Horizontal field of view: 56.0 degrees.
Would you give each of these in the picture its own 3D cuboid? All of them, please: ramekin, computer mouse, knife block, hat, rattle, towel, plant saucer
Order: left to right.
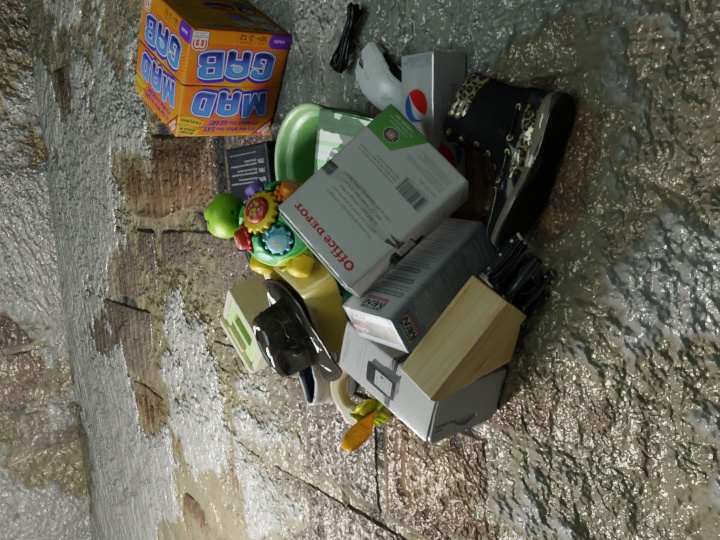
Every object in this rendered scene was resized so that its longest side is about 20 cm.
[{"bbox_3d":[-0.119,0.114,1.071,0.201,0.081,0.201,45,158,23],"label":"hat"},{"bbox_3d":[-0.100,0.033,1.087,0.200,0.048,0.201,40,156,37],"label":"plant saucer"},{"bbox_3d":[-0.048,-0.172,1.113,0.199,0.097,0.202,15,109,49],"label":"ramekin"},{"bbox_3d":[-0.021,0.172,1.115,0.130,0.142,0.202,-1,101,42],"label":"rattle"},{"bbox_3d":[-0.012,-0.124,0.994,0.152,0.023,0.202,18,110,30],"label":"towel"},{"bbox_3d":[0.015,-0.313,1.045,0.200,0.044,0.110,55,135,28],"label":"computer mouse"},{"bbox_3d":[0.151,0.052,0.848,0.064,0.199,0.177,41,142,39],"label":"knife block"}]

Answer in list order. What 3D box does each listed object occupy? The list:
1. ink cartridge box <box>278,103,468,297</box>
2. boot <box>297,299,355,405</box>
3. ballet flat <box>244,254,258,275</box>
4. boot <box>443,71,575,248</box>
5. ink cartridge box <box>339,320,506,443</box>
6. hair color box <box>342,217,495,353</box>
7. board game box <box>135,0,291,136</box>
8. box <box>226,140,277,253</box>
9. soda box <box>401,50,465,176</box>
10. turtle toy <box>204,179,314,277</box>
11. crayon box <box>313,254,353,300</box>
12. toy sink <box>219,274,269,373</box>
[{"bbox_3d":[0.018,-0.085,0.869,0.200,0.084,0.146,-42,75,0],"label":"ink cartridge box"},{"bbox_3d":[-0.065,0.139,1.206,0.073,0.095,0.202,-4,93,51],"label":"boot"},{"bbox_3d":[-0.215,-0.053,1.391,0.201,0.067,0.064,59,165,25],"label":"ballet flat"},{"bbox_3d":[0.172,-0.146,0.864,0.150,0.073,0.201,36,121,40],"label":"boot"},{"bbox_3d":[0.088,0.141,0.977,0.200,0.144,0.084,34,124,42],"label":"ink cartridge box"},{"bbox_3d":[0.082,0.012,0.913,0.099,0.200,0.061,13,139,49],"label":"hair color box"},{"bbox_3d":[-0.283,-0.390,1.273,0.200,0.199,0.201,46,131,35],"label":"board game box"},{"bbox_3d":[-0.161,-0.134,1.257,0.147,0.104,0.202,4,102,50],"label":"box"},{"bbox_3d":[0.103,-0.197,0.943,0.063,0.068,0.202,12,107,49],"label":"soda box"},{"bbox_3d":[-0.140,-0.073,0.992,0.199,0.101,0.147,4,76,35],"label":"turtle toy"},{"bbox_3d":[0.000,0.000,1.068,0.200,0.125,0.052,35,117,42],"label":"crayon box"},{"bbox_3d":[-0.188,0.106,1.286,0.131,0.112,0.200,57,155,12],"label":"toy sink"}]
